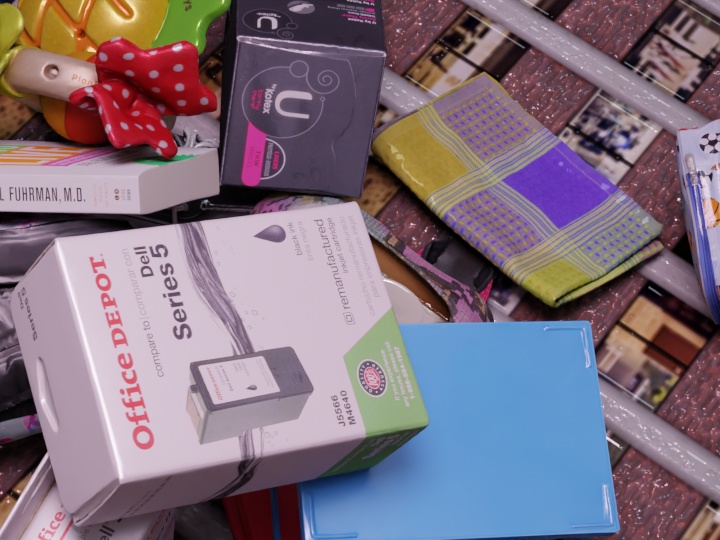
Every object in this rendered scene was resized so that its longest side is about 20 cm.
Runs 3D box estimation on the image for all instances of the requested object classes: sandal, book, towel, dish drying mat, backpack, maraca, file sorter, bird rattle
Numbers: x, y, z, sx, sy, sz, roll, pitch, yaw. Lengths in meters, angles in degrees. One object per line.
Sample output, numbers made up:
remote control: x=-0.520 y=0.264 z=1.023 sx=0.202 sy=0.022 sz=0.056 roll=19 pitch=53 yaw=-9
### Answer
sandal: x=0.063 y=0.008 z=1.394 sx=0.075 sy=0.045 sz=0.200 roll=28 pitch=59 yaw=9
book: x=-0.212 y=-0.058 z=1.308 sx=0.200 sy=0.134 sz=0.048 roll=2 pitch=99 yaw=17
towel: x=0.114 y=-0.062 z=1.437 sx=0.144 sy=0.023 sz=0.200 roll=-26 pitch=61 yaw=-37
dish drying mat: x=-0.053 y=0.153 z=1.307 sx=0.077 sy=0.018 sz=0.200 roll=-11 pitch=60 yaw=-15
backpack: x=-0.223 y=0.032 z=1.288 sx=0.200 sy=0.127 sz=0.167 roll=-15 pitch=93 yaw=-7
backpack: x=0.304 y=-0.029 z=1.370 sx=0.154 sy=0.200 sz=0.191 roll=-20 pitch=66 yaw=17
maraca: x=-0.175 y=-0.184 z=1.422 sx=0.200 sy=0.107 sz=0.137 roll=-17 pitch=64 yaw=30
file sorter: x=0.045 y=0.118 z=1.260 sx=0.200 sy=0.123 sz=0.139 roll=-1 pitch=70 yaw=-14
bird rattle: x=-0.185 y=-0.127 z=1.311 sx=0.200 sy=0.163 sz=0.113 roll=5 pitch=86 yaw=13

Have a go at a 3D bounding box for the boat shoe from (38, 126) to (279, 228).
boat shoe: x=-0.133 y=-0.070 z=1.405 sx=0.199 sy=0.068 sz=0.074 roll=13 pitch=58 yaw=1

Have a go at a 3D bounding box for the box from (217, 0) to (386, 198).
box: x=-0.044 y=-0.157 z=1.400 sx=0.106 sy=0.122 sz=0.200 roll=5 pitch=34 yaw=-6

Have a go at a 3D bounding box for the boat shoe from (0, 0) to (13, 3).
boat shoe: x=-0.257 y=-0.283 z=1.512 sx=0.069 sy=0.084 sz=0.200 roll=35 pitch=58 yaw=1

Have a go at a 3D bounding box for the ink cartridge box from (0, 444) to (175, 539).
ink cartridge box: x=-0.164 y=0.176 z=1.172 sx=0.067 sy=0.200 sz=0.117 roll=24 pitch=59 yaw=8

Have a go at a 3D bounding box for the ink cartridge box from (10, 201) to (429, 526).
ink cartridge box: x=-0.081 y=0.051 z=1.120 sx=0.200 sy=0.084 sz=0.146 roll=-8 pitch=71 yaw=-31

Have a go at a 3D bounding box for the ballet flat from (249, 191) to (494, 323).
ballet flat: x=0.000 y=0.000 z=1.332 sx=0.200 sy=0.071 sz=0.069 roll=32 pitch=97 yaw=18
